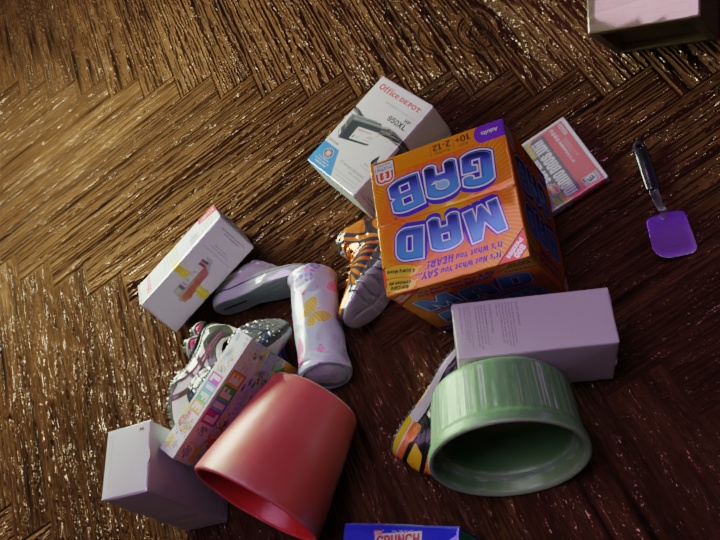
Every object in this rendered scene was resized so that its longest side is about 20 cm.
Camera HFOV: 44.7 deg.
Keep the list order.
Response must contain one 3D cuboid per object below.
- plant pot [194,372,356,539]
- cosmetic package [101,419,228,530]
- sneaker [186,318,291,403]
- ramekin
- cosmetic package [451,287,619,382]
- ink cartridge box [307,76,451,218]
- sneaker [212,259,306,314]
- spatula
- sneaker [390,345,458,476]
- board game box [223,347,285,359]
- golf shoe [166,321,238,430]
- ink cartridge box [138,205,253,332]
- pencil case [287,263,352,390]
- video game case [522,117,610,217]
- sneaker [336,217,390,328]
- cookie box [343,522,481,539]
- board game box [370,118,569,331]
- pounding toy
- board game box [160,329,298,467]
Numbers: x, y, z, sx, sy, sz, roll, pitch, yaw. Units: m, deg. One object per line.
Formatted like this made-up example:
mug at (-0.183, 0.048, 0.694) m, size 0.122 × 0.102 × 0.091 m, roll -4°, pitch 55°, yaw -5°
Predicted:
plant pot at (-0.106, 0.256, 1.242) m, size 0.200 × 0.201 × 0.178 m, roll 10°, pitch 58°, yaw 35°
cosmetic package at (-0.283, 0.309, 1.302) m, size 0.084 × 0.200 × 0.108 m, roll -17°, pitch 55°, yaw 22°
sneaker at (-0.180, 0.154, 1.356) m, size 0.074 × 0.087 × 0.200 m, roll 26°, pitch 60°, yaw 41°
ramekin at (0.180, 0.194, 1.091) m, size 0.199 × 0.200 × 0.098 m, roll -20°, pitch 47°, yaw 21°
cosmetic package at (0.223, 0.093, 1.129) m, size 0.199 × 0.108 × 0.085 m, roll -7°, pitch 56°, yaw 4°
ink cartridge box at (0.032, -0.211, 1.484) m, size 0.200 × 0.084 × 0.145 m, roll -48°, pitch 50°, yaw -2°
sneaker at (-0.170, 0.013, 1.487) m, size 0.199 × 0.073 × 0.071 m, roll -17°, pitch 59°, yaw 23°
spatula at (0.414, -0.105, 1.227) m, size 0.056 × 0.021 × 0.201 m, roll -14°, pitch 54°, yaw 10°
sneaker at (0.128, 0.192, 1.213) m, size 0.090 × 0.070 × 0.200 m, roll 32°, pitch 79°, yaw 19°
board game box at (-0.190, 0.193, 1.413) m, size 0.134 × 0.045 × 0.201 m, roll -17°, pitch 56°, yaw 23°
golf shoe at (-0.245, 0.174, 1.382) m, size 0.088 × 0.077 × 0.201 m, roll -1°, pitch 64°, yaw 23°
ink cartridge box at (-0.290, -0.007, 1.531) m, size 0.200 × 0.083 × 0.145 m, roll -47°, pitch 19°, yaw 0°
pencil case at (-0.065, 0.087, 1.372) m, size 0.083 × 0.091 × 0.201 m, roll -13°, pitch 56°, yaw 4°
video game case at (0.260, -0.132, 1.341) m, size 0.200 × 0.017 × 0.143 m, roll -34°, pitch 51°, yaw 11°
sneaker at (0.000, 0.000, 1.398) m, size 0.112 × 0.078 × 0.200 m, roll 11°, pitch 59°, yaw 40°
cookie box at (0.056, 0.429, 1.104) m, size 0.170 × 0.075 × 0.201 m, roll -7°, pitch 61°, yaw 29°
board game box at (0.154, -0.054, 1.224) m, size 0.199 × 0.200 × 0.201 m, roll -17°, pitch 66°, yaw 23°
pounding toy at (0.428, -0.412, 1.305) m, size 0.183 × 0.200 × 0.143 m, roll -1°, pitch 91°, yaw 31°
board game box at (-0.188, 0.202, 1.289) m, size 0.034 × 0.134 × 0.200 m, roll 27°, pitch 80°, yaw 39°
